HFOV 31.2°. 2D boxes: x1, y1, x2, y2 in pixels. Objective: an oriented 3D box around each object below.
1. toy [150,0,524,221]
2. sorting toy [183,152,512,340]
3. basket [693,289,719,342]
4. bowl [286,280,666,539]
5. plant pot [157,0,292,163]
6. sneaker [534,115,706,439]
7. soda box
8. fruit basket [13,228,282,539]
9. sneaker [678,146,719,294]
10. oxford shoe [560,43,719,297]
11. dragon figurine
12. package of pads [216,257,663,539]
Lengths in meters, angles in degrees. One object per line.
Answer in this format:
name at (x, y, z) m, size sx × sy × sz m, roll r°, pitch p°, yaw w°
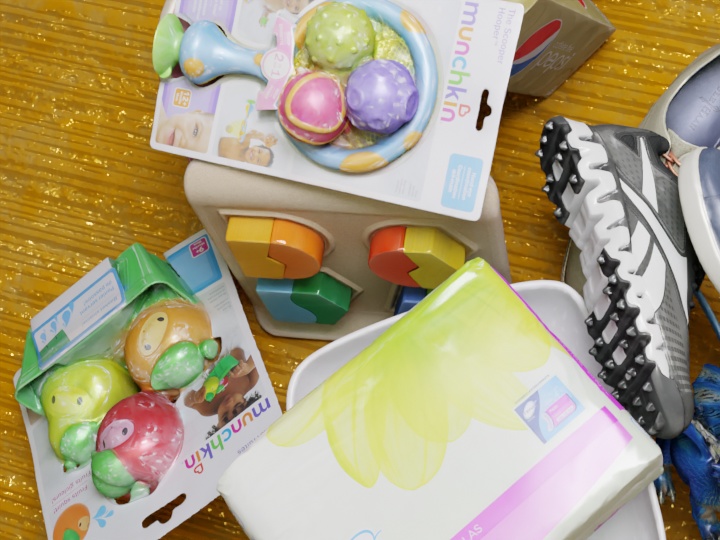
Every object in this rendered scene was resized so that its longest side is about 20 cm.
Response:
toy at (-0.023, -0.104, 0.688) m, size 0.198 × 0.047 × 0.117 m, roll 14°, pitch 96°, yaw 20°
sorting toy at (0.000, 0.000, 0.794) m, size 0.183 × 0.201 × 0.037 m, roll 4°, pitch 62°, yaw 12°
basket at (0.300, 0.006, 0.751) m, size 0.198 × 0.139 × 0.178 m, roll -23°, pitch 77°, yaw 5°
bowl at (0.066, 0.122, 0.760) m, size 0.198 × 0.075 × 0.202 m, roll -17°, pitch 70°, yaw 6°
plant pot at (-0.040, -0.123, 0.818) m, size 0.198 × 0.179 × 0.203 m, roll -1°, pitch 85°, yaw 13°
sneaker at (0.167, -0.005, 0.726) m, size 0.089 × 0.067 × 0.202 m, roll -6°, pitch 61°, yaw -12°
soda box at (0.092, -0.153, 0.778) m, size 0.068 × 0.200 × 0.064 m, roll -44°, pitch 77°, yaw 20°
fruit basket at (-0.147, 0.084, 0.827) m, size 0.185 × 0.094 × 0.201 m, roll -37°, pitch 41°, yaw 12°
sneaker at (0.246, 0.009, 0.676) m, size 0.084 × 0.075 × 0.201 m, roll -37°, pitch 79°, yaw 35°
oxford shoe at (0.187, -0.061, 0.816) m, size 0.070 × 0.074 × 0.201 m, roll 30°, pitch 92°, yaw 13°
dragon figurine at (0.194, 0.093, 0.749) m, size 0.058 × 0.200 × 0.100 m, roll -18°, pitch 118°, yaw -10°
package of pads at (0.038, 0.109, 0.693) m, size 0.200 × 0.068 × 0.155 m, roll -41°, pitch 66°, yaw -2°
